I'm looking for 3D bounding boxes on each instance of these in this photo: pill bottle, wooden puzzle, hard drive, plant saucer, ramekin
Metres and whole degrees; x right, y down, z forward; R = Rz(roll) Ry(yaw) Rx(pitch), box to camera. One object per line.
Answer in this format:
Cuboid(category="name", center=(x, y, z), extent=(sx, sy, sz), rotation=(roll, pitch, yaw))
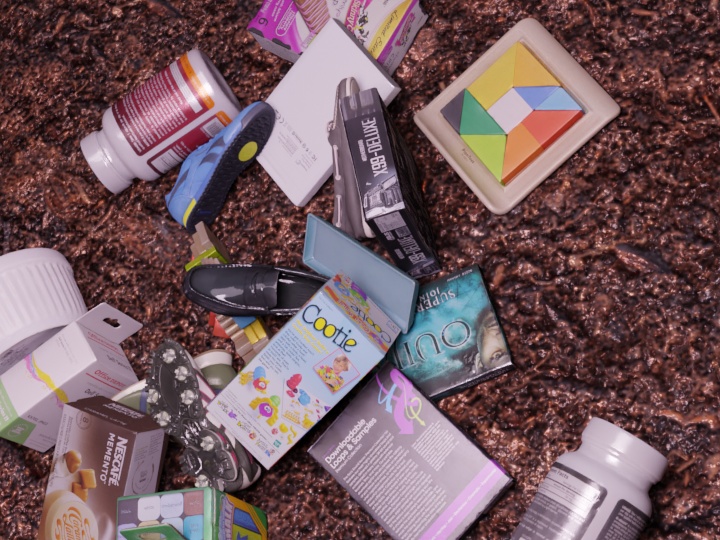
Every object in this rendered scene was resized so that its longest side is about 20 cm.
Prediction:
Cuboid(category="pill bottle", center=(0.235, 0.264, 1.462), extent=(0.116, 0.116, 0.201), rotation=(28, 82, 27))
Cuboid(category="wooden puzzle", center=(0.186, -0.193, 1.692), extent=(0.200, 0.037, 0.185), rotation=(-40, 62, 3))
Cuboid(category="hard drive", center=(-0.054, -0.198, 1.749), extent=(0.200, 0.027, 0.132), rotation=(-49, 67, 21))
Cuboid(category="pill bottle", center=(-0.263, -0.191, 1.821), extent=(0.199, 0.113, 0.113), rotation=(-33, 63, 6))
Cuboid(category="plant saucer", center=(0.000, 0.000, 1.664), extent=(0.200, 0.019, 0.070), rotation=(35, 127, 41))
Cuboid(category="ramekin", center=(-0.435, 0.074, 1.749), extent=(0.200, 0.200, 0.105), rotation=(-36, 71, 6))

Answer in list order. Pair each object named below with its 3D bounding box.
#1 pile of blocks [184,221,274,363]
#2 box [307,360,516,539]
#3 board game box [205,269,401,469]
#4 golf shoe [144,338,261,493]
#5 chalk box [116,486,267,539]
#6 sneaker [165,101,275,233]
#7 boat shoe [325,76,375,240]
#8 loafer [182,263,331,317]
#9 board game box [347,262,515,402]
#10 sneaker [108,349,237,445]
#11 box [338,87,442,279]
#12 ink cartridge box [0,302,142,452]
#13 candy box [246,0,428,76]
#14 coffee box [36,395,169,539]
Cuboid(category="pile of blocks", center=(-0.175, 0.035, 1.722), extent=(0.062, 0.082, 0.201), rotation=(-34, 63, 6))
Cuboid(category="box", center=(0.056, 0.221, 1.575), extent=(0.200, 0.036, 0.143), rotation=(43, 93, 18))
Cuboid(category="board game box", center=(-0.064, 0.112, 1.593), extent=(0.105, 0.103, 0.200), rotation=(45, 109, -1))
Cuboid(category="golf shoe", center=(-0.188, 0.174, 1.633), extent=(0.077, 0.088, 0.201), rotation=(-37, 68, 24))
Cuboid(category="chalk box", center=(-0.197, 0.319, 1.560), extent=(0.124, 0.200, 0.125), rotation=(-10, 68, 18))
Cuboid(category="sneaker", center=(-0.187, -0.146, 1.776), extent=(0.078, 0.066, 0.200), rotation=(48, 112, 29))
Cuboid(category="boat shoe", center=(-0.020, -0.132, 1.687), extent=(0.057, 0.067, 0.201), rotation=(-4, 106, 15))
Cuboid(category="loafer", center=(-0.110, 0.021, 1.651), extent=(0.199, 0.070, 0.069), rotation=(8, 67, -9))
Cuboid(category="board game box", center=(0.070, 0.091, 1.637), extent=(0.199, 0.028, 0.136), rotation=(-24, 64, 12))
Cuboid(category="sneaker", center=(-0.235, 0.178, 1.700), extent=(0.199, 0.067, 0.090), rotation=(-27, 58, 7))
Cuboid(category="box", center=(0.037, -0.097, 1.622), extent=(0.049, 0.200, 0.159), rotation=(-17, 66, 10))
Cuboid(category="ink cartridge box", center=(-0.360, 0.135, 1.736), extent=(0.200, 0.117, 0.067), rotation=(-37, 64, 6))
Cuboid(category="candy box", center=(-0.031, -0.323, 1.809), extent=(0.199, 0.061, 0.137), rotation=(28, 84, 26))
Cuboid(category="coffee box", center=(-0.307, 0.265, 1.655), extent=(0.114, 0.080, 0.201), rotation=(18, 99, 24))
